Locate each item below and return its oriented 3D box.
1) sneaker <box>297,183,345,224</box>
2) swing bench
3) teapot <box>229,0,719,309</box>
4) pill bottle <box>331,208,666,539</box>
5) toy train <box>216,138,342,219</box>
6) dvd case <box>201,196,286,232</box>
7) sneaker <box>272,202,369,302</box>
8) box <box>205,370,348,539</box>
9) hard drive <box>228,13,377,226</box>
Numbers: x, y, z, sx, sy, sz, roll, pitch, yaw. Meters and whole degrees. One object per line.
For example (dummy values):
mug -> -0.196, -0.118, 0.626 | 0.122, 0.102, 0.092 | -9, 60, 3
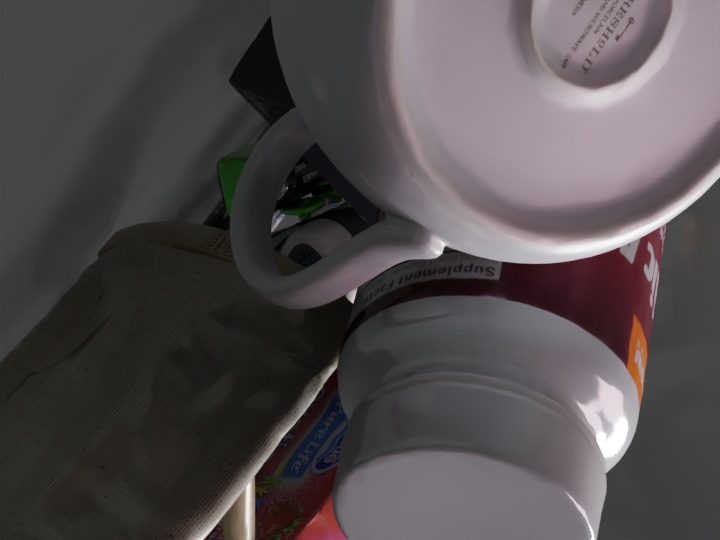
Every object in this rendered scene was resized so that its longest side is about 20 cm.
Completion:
sneaker -> 0.029, -0.044, 1.176 | 0.200, 0.078, 0.100 | 12, -84, 54
swing bench -> -0.117, 0.099, 0.857 | 0.199, 0.129, 0.200 | -50, 171, -40
teapot -> 0.043, -0.102, 0.736 | 0.199, 0.198, 0.146 | -19, -155, -22
pill bottle -> 0.055, 0.015, 0.814 | 0.114, 0.114, 0.201 | 125, -16, -50
toy train -> -0.005, -0.066, 1.087 | 0.056, 0.042, 0.200 | -2, -165, 31
dvd case -> -0.049, -0.051, 1.209 | 0.149, 0.016, 0.200 | -53, 177, 9
sneaker -> 0.000, 0.000, 1.094 | 0.111, 0.073, 0.200 | -23, -178, -23
box -> 0.006, 0.116, 1.063 | 0.095, 0.100, 0.200 | -3, -141, 52
hard drive -> 0.047, -0.118, 0.907 | 0.200, 0.042, 0.135 | -51, 136, -5
